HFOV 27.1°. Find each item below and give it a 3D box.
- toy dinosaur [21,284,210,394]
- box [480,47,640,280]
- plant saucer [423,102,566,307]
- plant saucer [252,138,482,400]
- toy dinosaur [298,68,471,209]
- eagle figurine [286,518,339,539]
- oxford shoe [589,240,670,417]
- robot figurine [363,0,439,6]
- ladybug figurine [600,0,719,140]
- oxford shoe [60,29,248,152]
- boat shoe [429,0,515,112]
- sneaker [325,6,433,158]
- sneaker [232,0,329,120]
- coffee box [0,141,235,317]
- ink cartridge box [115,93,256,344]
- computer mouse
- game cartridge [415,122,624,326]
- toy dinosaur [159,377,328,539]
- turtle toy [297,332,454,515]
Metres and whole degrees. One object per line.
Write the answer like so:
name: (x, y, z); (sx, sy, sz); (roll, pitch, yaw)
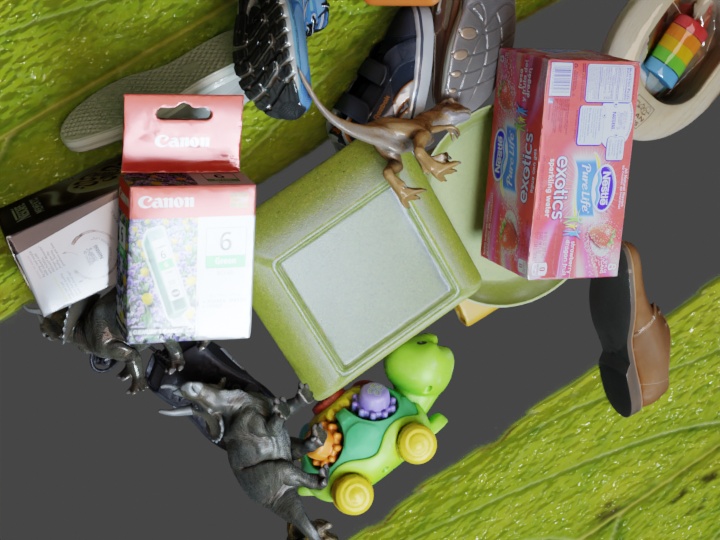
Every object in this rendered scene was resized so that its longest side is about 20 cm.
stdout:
toy dinosaur: (-0.191, 0.042, 1.325); (0.199, 0.077, 0.103); (-22, 109, 2)
box: (0.182, -0.100, 1.372); (0.102, 0.095, 0.202); (-3, 105, -23)
plant saucer: (0.140, -0.066, 1.435); (0.198, 0.031, 0.202); (-5, 106, -19)
plant saucer: (0.000, 0.000, 1.354); (0.199, 0.048, 0.201); (-35, 117, -6)
toy dinosaur: (0.025, -0.113, 1.292); (0.199, 0.107, 0.060); (-5, 146, -49)
eagle figurine: (-0.098, 0.323, 1.432); (0.201, 0.150, 0.152); (-57, 151, -13)
oxford shoe: (0.282, 0.050, 1.531); (0.071, 0.071, 0.201); (-22, 122, -18)
robot figurine: (0.040, -0.310, 1.295); (0.117, 0.199, 0.144); (-63, 157, -24)
ladybug figurine: (0.297, -0.216, 1.459); (0.136, 0.072, 0.200); (39, 89, -24)
oxford shoe: (-0.168, -0.147, 1.320); (0.199, 0.075, 0.058); (-27, 136, -10)
boat shoe: (0.100, -0.244, 1.384); (0.075, 0.072, 0.202); (9, 97, -39)
sneaker: (0.015, -0.151, 1.375); (0.079, 0.078, 0.202); (8, 97, -15)
sneaker: (-0.058, -0.220, 1.291); (0.089, 0.078, 0.201); (12, 59, -35)
coffee box: (-0.209, -0.048, 1.304); (0.199, 0.113, 0.080); (-26, 111, -12)
ink cartridge box: (-0.144, -0.043, 1.239); (0.108, 0.050, 0.202); (-2, 108, -20)
computer mouse: (-0.141, 0.074, 1.400); (0.199, 0.046, 0.141); (33, 96, -12)
game cartridge: (0.152, -0.067, 1.471); (0.199, 0.032, 0.177); (-30, 112, -9)
toy dinosaur: (-0.085, 0.163, 1.356); (0.102, 0.077, 0.201); (-22, 107, 28)
turtle toy: (0.015, 0.146, 1.433); (0.200, 0.146, 0.101); (-38, 92, -7)
